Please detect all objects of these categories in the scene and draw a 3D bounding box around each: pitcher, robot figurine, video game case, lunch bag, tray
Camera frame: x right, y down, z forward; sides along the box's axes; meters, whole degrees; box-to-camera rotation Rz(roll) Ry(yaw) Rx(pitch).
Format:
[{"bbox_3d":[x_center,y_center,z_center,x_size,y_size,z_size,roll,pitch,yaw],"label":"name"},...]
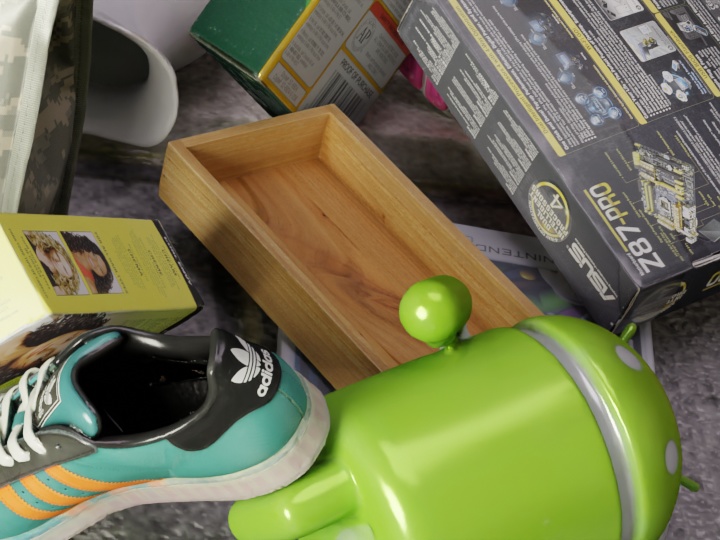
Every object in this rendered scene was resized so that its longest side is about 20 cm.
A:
[{"bbox_3d":[-0.139,-0.151,1.493,0.171,0.122,0.200,3,40,20],"label":"pitcher"},{"bbox_3d":[0.048,0.089,1.222,0.199,0.116,0.176,-20,87,-24],"label":"robot figurine"},{"bbox_3d":[0.051,0.044,1.369,0.181,0.023,0.200,9,38,-6],"label":"video game case"},{"bbox_3d":[-0.209,-0.087,1.307,0.163,0.200,0.118,17,38,4],"label":"lunch bag"},{"bbox_3d":[0.000,0.000,1.363,0.098,0.037,0.200,-15,46,-34],"label":"tray"}]

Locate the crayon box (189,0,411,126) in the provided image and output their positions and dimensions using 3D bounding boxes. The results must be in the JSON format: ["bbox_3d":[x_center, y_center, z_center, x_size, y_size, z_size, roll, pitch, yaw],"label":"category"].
[{"bbox_3d":[0.009,-0.166,1.454,0.052,0.126,0.200,35,87,23],"label":"crayon box"}]

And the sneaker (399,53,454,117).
[{"bbox_3d":[0.103,-0.126,1.564,0.199,0.082,0.088,15,33,-11],"label":"sneaker"}]

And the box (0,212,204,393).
[{"bbox_3d":[-0.134,0.015,1.221,0.050,0.075,0.200,61,14,7],"label":"box"}]

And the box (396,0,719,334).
[{"bbox_3d":[0.137,-0.079,1.449,0.161,0.049,0.200,-20,65,-33],"label":"box"}]

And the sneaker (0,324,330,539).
[{"bbox_3d":[-0.117,0.061,1.176,0.199,0.080,0.072,-15,51,22],"label":"sneaker"}]
